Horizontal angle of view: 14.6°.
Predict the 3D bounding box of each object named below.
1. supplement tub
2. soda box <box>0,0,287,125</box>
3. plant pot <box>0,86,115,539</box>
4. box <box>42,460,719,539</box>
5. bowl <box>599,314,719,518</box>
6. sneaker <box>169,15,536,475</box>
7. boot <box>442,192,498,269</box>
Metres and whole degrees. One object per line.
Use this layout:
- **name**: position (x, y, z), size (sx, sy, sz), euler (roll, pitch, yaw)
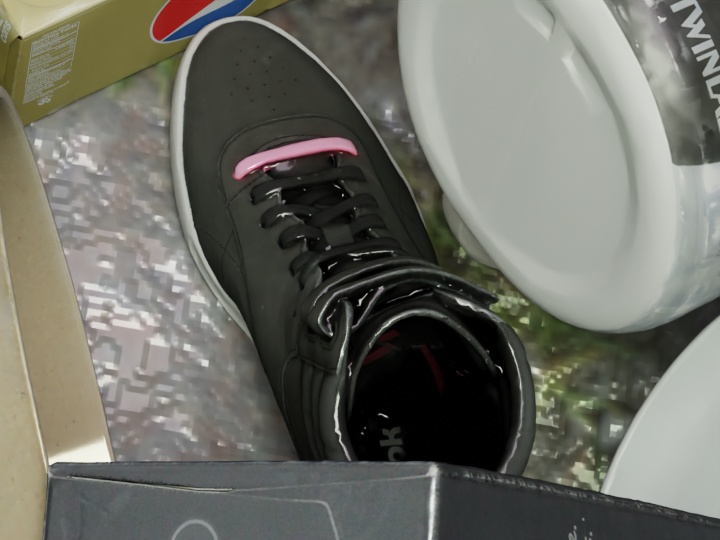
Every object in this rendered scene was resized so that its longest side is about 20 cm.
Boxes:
- **supplement tub**: position (0.120, -0.073, 0.747), size (0.200, 0.123, 0.123), euler (-24, 74, -27)
- **soda box**: position (-0.035, -0.121, 0.847), size (0.200, 0.064, 0.068), euler (-27, 75, -21)
- **plant pot**: position (-0.165, 0.066, 0.692), size (0.200, 0.187, 0.187), euler (-12, 69, -1)
- **box**: position (0.025, 0.112, 0.634), size (0.106, 0.200, 0.122), euler (-3, 78, 35)
- **bowl**: position (0.162, 0.094, 0.720), size (0.090, 0.201, 0.201), euler (17, 55, -52)
- **sneaker**: position (0.000, 0.000, 0.783), size (0.071, 0.099, 0.200), euler (-14, 69, -15)
- **boot**: position (0.105, -0.064, 0.857), size (0.200, 0.073, 0.090), euler (-14, 57, -20)
